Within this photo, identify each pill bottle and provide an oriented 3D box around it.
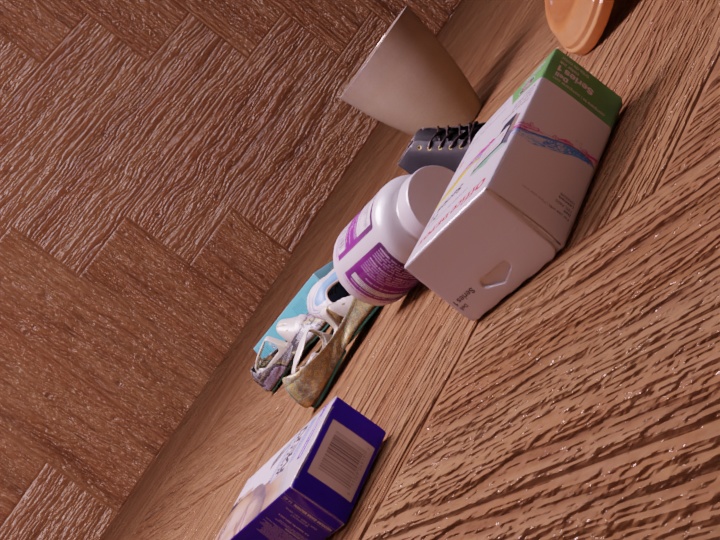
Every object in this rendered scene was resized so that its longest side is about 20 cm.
[{"bbox_3d":[0.051,-0.042,1.344,0.113,0.112,0.200,-57,8,-30],"label":"pill bottle"}]

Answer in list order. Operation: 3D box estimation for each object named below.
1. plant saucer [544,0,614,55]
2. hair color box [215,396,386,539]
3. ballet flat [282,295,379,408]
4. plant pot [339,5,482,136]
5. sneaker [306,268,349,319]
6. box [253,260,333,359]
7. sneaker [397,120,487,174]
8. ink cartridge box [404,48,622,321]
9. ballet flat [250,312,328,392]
[{"bbox_3d":[0.259,-0.360,1.377,0.200,0.037,0.203,-176,90,-82],"label":"plant saucer"},{"bbox_3d":[-0.064,0.213,1.079,0.200,0.064,0.110,-49,8,46],"label":"hair color box"},{"bbox_3d":[-0.037,0.085,1.516,0.201,0.070,0.071,-57,7,-24],"label":"ballet flat"},{"bbox_3d":[0.097,-0.300,1.930,0.188,0.199,0.187,-52,7,9],"label":"plant pot"},{"bbox_3d":[0.000,0.000,1.742,0.072,0.072,0.200,13,55,45],"label":"sneaker"},{"bbox_3d":[-0.098,0.075,1.980,0.200,0.049,0.082,-50,-8,31],"label":"box"},{"bbox_3d":[0.125,-0.153,1.398,0.200,0.106,0.075,-48,8,43],"label":"sneaker"},{"bbox_3d":[0.136,-0.075,1.028,0.145,0.084,0.201,-46,11,50],"label":"ink cartridge box"},{"bbox_3d":[-0.122,0.121,1.916,0.201,0.072,0.072,-50,7,29],"label":"ballet flat"}]
